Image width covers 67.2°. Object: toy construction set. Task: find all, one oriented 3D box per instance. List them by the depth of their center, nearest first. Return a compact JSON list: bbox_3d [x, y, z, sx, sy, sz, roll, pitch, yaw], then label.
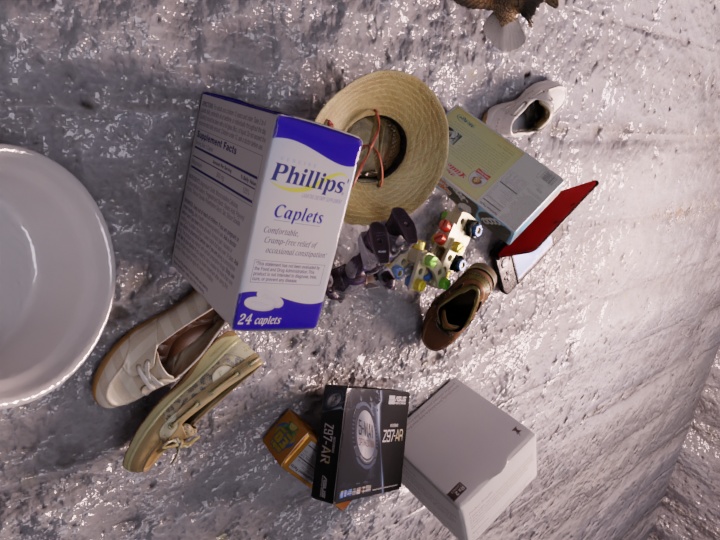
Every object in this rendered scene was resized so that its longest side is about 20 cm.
[{"bbox_3d":[0.131,-0.054,0.854,0.130,0.092,0.201,27,102,-44],"label":"toy construction set"}]

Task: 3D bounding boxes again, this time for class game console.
[{"bbox_3d":[0.349,-0.056,1.012,0.200,0.118,0.174,-41,130,-17],"label":"game console"}]

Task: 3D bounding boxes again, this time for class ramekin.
[{"bbox_3d":[-0.310,0.004,0.440,0.200,0.096,0.205,1,90,-69],"label":"ramekin"}]

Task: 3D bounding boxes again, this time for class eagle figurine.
[{"bbox_3d":[0.189,-0.390,0.711,0.199,0.151,0.153,-22,87,-50],"label":"eagle figurine"}]

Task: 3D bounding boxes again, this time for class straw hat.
[{"bbox_3d":[0.008,-0.160,0.697,0.198,0.085,0.205,-10,116,-22],"label":"straw hat"}]

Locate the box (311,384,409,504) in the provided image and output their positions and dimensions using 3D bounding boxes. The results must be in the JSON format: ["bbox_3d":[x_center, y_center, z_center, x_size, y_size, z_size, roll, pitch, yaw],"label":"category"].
[{"bbox_3d":[0.007,0.268,0.857,0.199,0.043,0.163,22,72,-54],"label":"box"}]

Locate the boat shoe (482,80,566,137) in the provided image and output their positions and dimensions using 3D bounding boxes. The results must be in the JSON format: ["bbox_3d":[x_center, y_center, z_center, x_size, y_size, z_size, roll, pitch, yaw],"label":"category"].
[{"bbox_3d":[0.290,-0.261,0.901,0.199,0.069,0.072,-32,126,-26],"label":"boat shoe"}]

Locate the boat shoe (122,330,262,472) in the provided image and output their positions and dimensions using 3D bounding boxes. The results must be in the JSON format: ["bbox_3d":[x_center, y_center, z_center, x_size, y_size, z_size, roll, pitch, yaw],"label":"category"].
[{"bbox_3d":[-0.204,0.168,0.662,0.201,0.062,0.073,-51,176,-11],"label":"boat shoe"}]

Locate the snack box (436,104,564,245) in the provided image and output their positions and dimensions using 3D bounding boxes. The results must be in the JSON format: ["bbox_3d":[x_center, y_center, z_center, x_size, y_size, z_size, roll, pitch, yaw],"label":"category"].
[{"bbox_3d":[0.172,-0.141,0.772,0.116,0.200,0.037,-41,159,-17],"label":"snack box"}]

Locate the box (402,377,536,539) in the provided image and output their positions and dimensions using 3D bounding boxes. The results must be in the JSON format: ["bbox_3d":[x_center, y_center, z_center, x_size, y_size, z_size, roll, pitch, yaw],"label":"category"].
[{"bbox_3d":[0.186,0.343,0.999,0.198,0.199,0.132,-33,130,-24],"label":"box"}]

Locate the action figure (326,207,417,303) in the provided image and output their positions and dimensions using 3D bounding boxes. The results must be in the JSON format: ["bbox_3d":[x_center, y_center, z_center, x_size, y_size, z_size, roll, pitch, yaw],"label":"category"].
[{"bbox_3d":[0.000,0.000,0.724,0.128,0.070,0.200,-16,161,-30],"label":"action figure"}]

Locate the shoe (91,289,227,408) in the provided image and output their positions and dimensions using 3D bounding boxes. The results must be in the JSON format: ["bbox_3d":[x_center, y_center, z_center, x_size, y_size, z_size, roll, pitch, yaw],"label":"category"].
[{"bbox_3d":[-0.223,0.087,0.633,0.200,0.053,0.070,-43,131,-17],"label":"shoe"}]

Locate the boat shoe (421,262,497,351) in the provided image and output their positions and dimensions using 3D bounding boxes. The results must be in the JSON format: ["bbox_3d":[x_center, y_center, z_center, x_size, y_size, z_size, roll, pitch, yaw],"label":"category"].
[{"bbox_3d":[0.145,0.071,0.886,0.068,0.071,0.202,-45,165,-48],"label":"boat shoe"}]

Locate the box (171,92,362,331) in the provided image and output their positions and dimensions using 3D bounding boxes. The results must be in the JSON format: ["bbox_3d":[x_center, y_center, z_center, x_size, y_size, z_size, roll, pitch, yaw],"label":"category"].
[{"bbox_3d":[-0.107,-0.066,0.572,0.104,0.183,0.203,4,107,-39],"label":"box"}]

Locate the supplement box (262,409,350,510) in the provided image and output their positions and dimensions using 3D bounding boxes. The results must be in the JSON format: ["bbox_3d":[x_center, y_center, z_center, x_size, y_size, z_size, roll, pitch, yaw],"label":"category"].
[{"bbox_3d":[-0.068,0.302,0.856,0.069,0.066,0.201,-44,131,-13],"label":"supplement box"}]
